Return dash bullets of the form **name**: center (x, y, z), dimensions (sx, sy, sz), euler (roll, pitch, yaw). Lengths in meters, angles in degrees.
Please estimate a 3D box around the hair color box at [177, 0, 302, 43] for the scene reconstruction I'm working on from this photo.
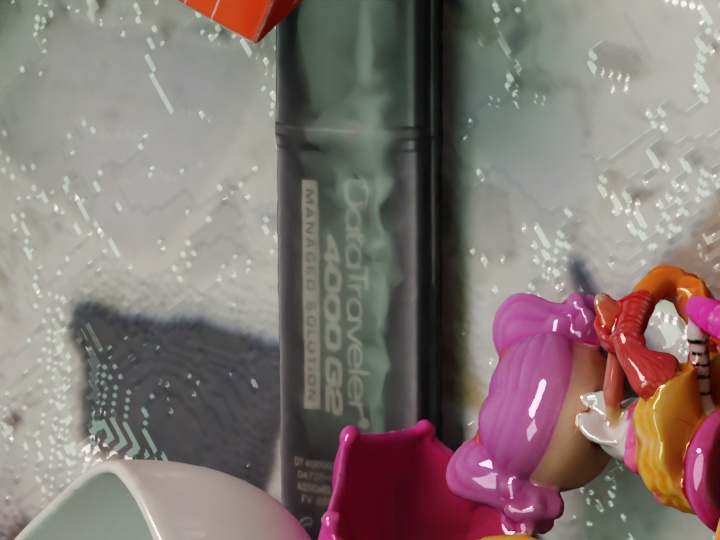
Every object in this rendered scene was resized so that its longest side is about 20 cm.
- **hair color box**: center (-0.084, -0.154, 0.803), dimensions (0.199, 0.111, 0.064), euler (29, 124, 8)

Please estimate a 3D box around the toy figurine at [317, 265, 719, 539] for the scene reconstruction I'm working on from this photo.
- **toy figurine**: center (0.072, 0.060, 0.782), dimensions (0.183, 0.150, 0.201), euler (10, 82, 42)

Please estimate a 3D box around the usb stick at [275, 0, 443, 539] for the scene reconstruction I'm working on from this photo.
- **usb stick**: center (0.000, 0.000, 0.864), dimensions (0.055, 0.033, 0.201), euler (4, 101, 26)

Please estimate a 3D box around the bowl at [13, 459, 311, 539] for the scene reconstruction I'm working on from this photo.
- **bowl**: center (-0.046, 0.169, 0.850), dimensions (0.200, 0.074, 0.201), euler (-48, 56, 50)
